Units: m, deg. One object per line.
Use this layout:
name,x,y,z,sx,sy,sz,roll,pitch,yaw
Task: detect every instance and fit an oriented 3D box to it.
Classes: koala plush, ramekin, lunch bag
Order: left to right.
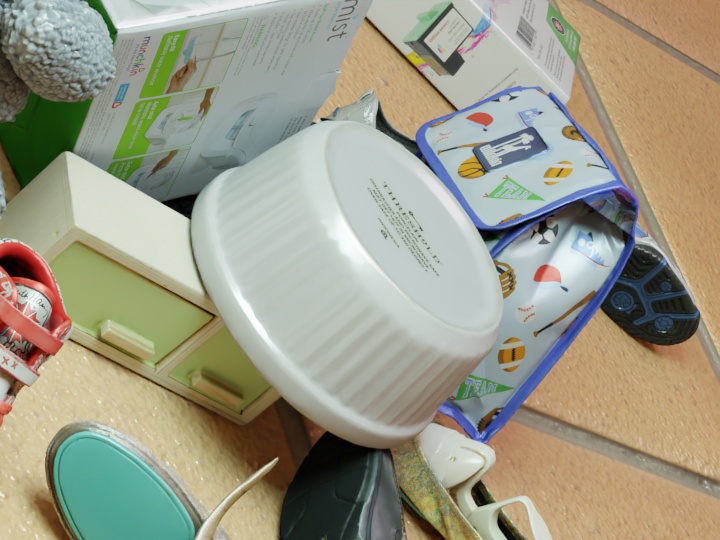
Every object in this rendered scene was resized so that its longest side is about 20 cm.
koala plush,-0.273,-0.121,1.288,0.184,0.178,0.200,48,23,23
ramekin,0.000,0.000,1.466,0.202,0.094,0.203,38,29,-25
lunch bag,0.086,-0.018,1.642,0.124,0.200,0.170,35,14,-31

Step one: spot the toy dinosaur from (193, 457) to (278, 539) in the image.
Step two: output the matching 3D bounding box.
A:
toy dinosaur,-0.091,0.198,1.258,0.106,0.060,0.201,10,74,-52

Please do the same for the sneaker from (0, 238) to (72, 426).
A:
sneaker,-0.202,0.064,1.208,0.067,0.108,0.202,39,28,-23

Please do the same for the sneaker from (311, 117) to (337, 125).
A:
sneaker,-0.026,-0.078,1.662,0.083,0.071,0.200,35,0,-6

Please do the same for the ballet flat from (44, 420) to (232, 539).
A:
ballet flat,-0.099,0.157,1.323,0.200,0.068,0.067,52,5,-11

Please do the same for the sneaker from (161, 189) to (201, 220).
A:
sneaker,-0.078,-0.045,1.600,0.200,0.072,0.083,28,33,-40

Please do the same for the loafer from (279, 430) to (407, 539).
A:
loafer,-0.003,0.173,1.446,0.072,0.073,0.201,45,34,-31

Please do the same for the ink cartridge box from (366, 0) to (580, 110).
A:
ink cartridge box,0.091,-0.219,2.091,0.200,0.084,0.145,44,26,-14

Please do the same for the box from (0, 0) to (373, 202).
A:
box,-0.107,-0.129,1.447,0.176,0.200,0.097,-16,64,-29

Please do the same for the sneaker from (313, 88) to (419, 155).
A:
sneaker,0.045,-0.048,1.791,0.200,0.082,0.075,42,27,-18

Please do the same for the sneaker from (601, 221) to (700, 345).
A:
sneaker,0.216,-0.022,2.044,0.200,0.076,0.077,47,30,-10

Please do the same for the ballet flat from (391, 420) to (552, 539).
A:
ballet flat,0.075,0.154,1.593,0.200,0.071,0.071,55,26,9

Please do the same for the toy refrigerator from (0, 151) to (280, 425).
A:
toy refrigerator,-0.120,0.016,1.446,0.200,0.076,0.070,31,32,-37
